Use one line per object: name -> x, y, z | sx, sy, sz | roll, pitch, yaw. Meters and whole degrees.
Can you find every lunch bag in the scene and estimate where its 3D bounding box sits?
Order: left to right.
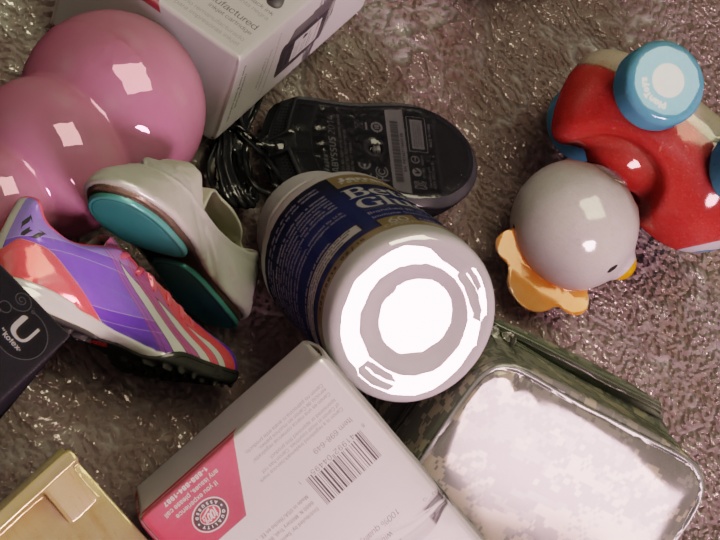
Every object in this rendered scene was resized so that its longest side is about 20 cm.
lunch bag -> 0.106, 0.114, 1.403 | 0.199, 0.140, 0.168 | 28, 11, -18

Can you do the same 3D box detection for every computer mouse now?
computer mouse -> -0.016, -0.081, 1.502 | 0.198, 0.053, 0.139 | 9, 56, -16

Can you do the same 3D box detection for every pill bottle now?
pill bottle -> 0.000, 0.000, 1.362 | 0.110, 0.200, 0.112 | -6, 109, -19

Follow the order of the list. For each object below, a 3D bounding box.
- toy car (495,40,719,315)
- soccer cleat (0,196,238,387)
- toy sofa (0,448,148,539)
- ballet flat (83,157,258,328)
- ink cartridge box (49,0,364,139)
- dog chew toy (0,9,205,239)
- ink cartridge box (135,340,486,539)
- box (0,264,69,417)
toy car -> 0.186, -0.040, 1.561 | 0.177, 0.184, 0.200 | 39, 78, -8
soccer cleat -> -0.145, 0.020, 1.307 | 0.199, 0.068, 0.074 | 26, 71, -42
toy sofa -> -0.136, 0.203, 1.235 | 0.083, 0.098, 0.200 | -42, 90, -12
ballet flat -> -0.114, -0.031, 1.330 | 0.200, 0.069, 0.070 | 53, 27, -58
ink cartridge box -> -0.093, -0.204, 1.470 | 0.145, 0.084, 0.200 | 34, 47, 10
dog chew toy -> -0.189, -0.077, 1.341 | 0.125, 0.125, 0.200 | 46, 56, -1
ink cartridge box -> -0.017, 0.165, 1.262 | 0.145, 0.085, 0.200 | -41, 100, -3
box -> -0.276, 0.081, 1.180 | 0.106, 0.122, 0.200 | 45, 49, -2
